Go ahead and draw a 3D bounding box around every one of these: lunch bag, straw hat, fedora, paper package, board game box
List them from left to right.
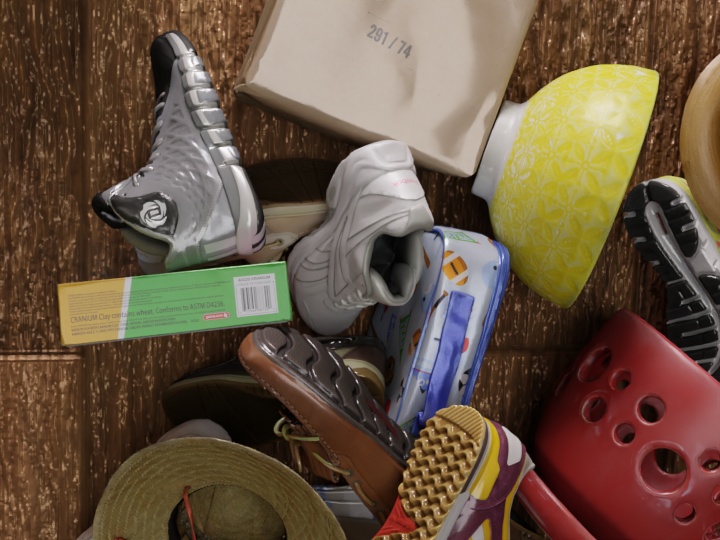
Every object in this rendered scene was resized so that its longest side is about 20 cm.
[{"bbox_3d":[-0.138,0.024,0.764,0.151,0.200,0.041,-6,90,-12],"label":"board game box"},{"bbox_3d":[-0.092,0.181,0.752,0.198,0.085,0.204,6,116,12],"label":"straw hat"},{"bbox_3d":[0.021,-0.193,0.822,0.198,0.103,0.193,20,93,-13],"label":"paper package"},{"bbox_3d":[0.055,0.064,0.832,0.075,0.160,0.203,14,93,-13],"label":"lunch bag"},{"bbox_3d":[0.356,-0.110,0.911,0.198,0.082,0.204,-1,96,-15],"label":"fedora"}]

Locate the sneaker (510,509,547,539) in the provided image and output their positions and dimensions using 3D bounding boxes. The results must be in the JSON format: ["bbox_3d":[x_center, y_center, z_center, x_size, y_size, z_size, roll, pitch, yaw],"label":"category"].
[{"bbox_3d":[0.108,0.232,0.910,0.199,0.090,0.067,38,72,16],"label":"sneaker"}]

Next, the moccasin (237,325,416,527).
[{"bbox_3d":[-0.018,0.115,0.719,0.077,0.074,0.201,-35,125,12],"label":"moccasin"}]

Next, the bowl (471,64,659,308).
[{"bbox_3d":[0.152,-0.081,0.831,0.106,0.200,0.203,20,93,5],"label":"bowl"}]

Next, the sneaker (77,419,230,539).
[{"bbox_3d":[-0.172,0.206,0.808,0.078,0.099,0.201,38,98,4],"label":"sneaker"}]

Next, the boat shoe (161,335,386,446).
[{"bbox_3d":[-0.067,0.095,0.839,0.197,0.065,0.074,-7,123,21],"label":"boat shoe"}]

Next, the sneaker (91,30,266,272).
[{"bbox_3d":[-0.154,-0.088,0.774,0.114,0.075,0.202,-20,66,-11],"label":"sneaker"}]

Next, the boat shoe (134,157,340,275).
[{"bbox_3d":[-0.086,-0.040,0.841,0.197,0.072,0.066,-13,129,-14],"label":"boat shoe"}]

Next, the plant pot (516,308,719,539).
[{"bbox_3d":[0.235,0.162,0.870,0.200,0.201,0.183,41,97,-14],"label":"plant pot"}]

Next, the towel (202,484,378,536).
[{"bbox_3d":[-0.071,0.256,0.901,0.197,0.024,0.149,0,99,-10],"label":"towel"}]

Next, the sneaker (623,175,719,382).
[{"bbox_3d":[0.305,0.002,0.915,0.077,0.090,0.202,-17,100,34],"label":"sneaker"}]

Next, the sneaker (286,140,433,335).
[{"bbox_3d":[0.000,0.000,0.805,0.077,0.201,0.100,-10,55,-27],"label":"sneaker"}]

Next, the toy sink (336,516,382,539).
[{"bbox_3d":[-0.030,0.318,0.849,0.129,0.112,0.203,8,99,-11],"label":"toy sink"}]

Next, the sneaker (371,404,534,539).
[{"bbox_3d":[0.051,0.195,0.686,0.090,0.075,0.201,35,84,-35],"label":"sneaker"}]
